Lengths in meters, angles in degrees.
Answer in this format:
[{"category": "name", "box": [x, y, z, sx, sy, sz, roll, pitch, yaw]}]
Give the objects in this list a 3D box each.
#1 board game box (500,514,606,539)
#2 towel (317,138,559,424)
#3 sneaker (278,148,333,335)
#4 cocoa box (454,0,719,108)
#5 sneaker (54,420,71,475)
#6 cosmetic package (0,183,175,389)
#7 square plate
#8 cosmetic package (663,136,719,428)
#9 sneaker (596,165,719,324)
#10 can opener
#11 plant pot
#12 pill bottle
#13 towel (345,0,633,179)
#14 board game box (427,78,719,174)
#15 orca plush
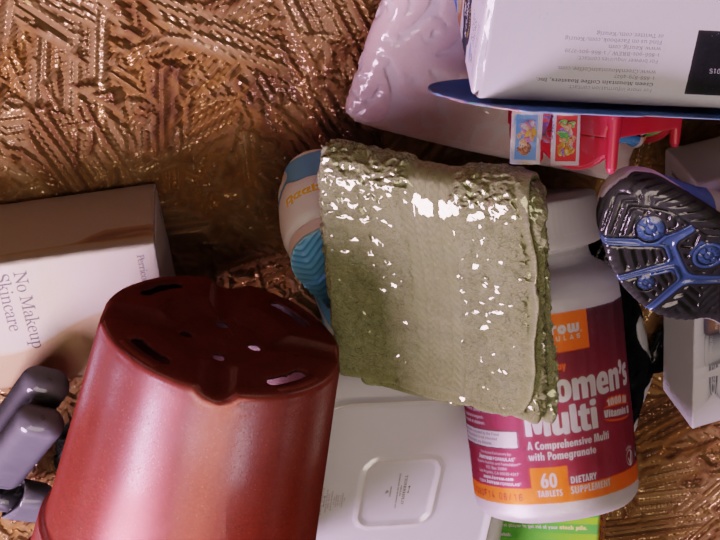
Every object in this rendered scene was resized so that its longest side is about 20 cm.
[{"category": "board game box", "box": [0.131, 0.192, 1.438, 0.095, 0.030, 0.201, 12, 130, 18]}, {"category": "towel", "box": [0.047, 0.009, 1.168, 0.147, 0.037, 0.201, 11, 137, 20]}, {"category": "sneaker", "box": [0.000, 0.000, 1.286, 0.076, 0.081, 0.200, -16, 144, 4]}, {"category": "cocoa box", "box": [0.159, -0.180, 1.095, 0.198, 0.132, 0.134, 2, 127, -7]}, {"category": "sneaker", "box": [-0.120, 0.130, 1.365, 0.198, 0.080, 0.087, -11, 116, -4]}, {"category": "cosmetic package", "box": [-0.221, 0.016, 1.275, 0.198, 0.071, 0.106, -9, 126, 1]}, {"category": "square plate", "box": [0.022, 0.146, 1.347, 0.196, 0.028, 0.201, -1, 121, -21]}, {"category": "cosmetic package", "box": [0.279, -0.003, 1.303, 0.150, 0.052, 0.201, -16, 127, -13]}, {"category": "sneaker", "box": [0.210, -0.014, 1.188, 0.076, 0.077, 0.199, -37, 131, 28]}, {"category": "can opener", "box": [-0.220, 0.122, 1.315, 0.066, 0.054, 0.200, 15, 152, -19]}, {"category": "plant pot", "box": [-0.103, 0.122, 1.215, 0.199, 0.201, 0.197, 9, 114, -11]}, {"category": "pill bottle", "box": [0.117, 0.053, 1.269, 0.109, 0.110, 0.202, -7, 97, 0]}, {"category": "towel", "box": [0.107, -0.159, 1.206, 0.189, 0.032, 0.201, 12, 123, -14]}, {"category": "board game box", "box": [0.136, -0.082, 1.143, 0.198, 0.158, 0.039, 2, 101, -12]}, {"category": "orca plush", "box": [0.175, 0.054, 1.337, 0.104, 0.071, 0.201, 8, 124, -11]}]
